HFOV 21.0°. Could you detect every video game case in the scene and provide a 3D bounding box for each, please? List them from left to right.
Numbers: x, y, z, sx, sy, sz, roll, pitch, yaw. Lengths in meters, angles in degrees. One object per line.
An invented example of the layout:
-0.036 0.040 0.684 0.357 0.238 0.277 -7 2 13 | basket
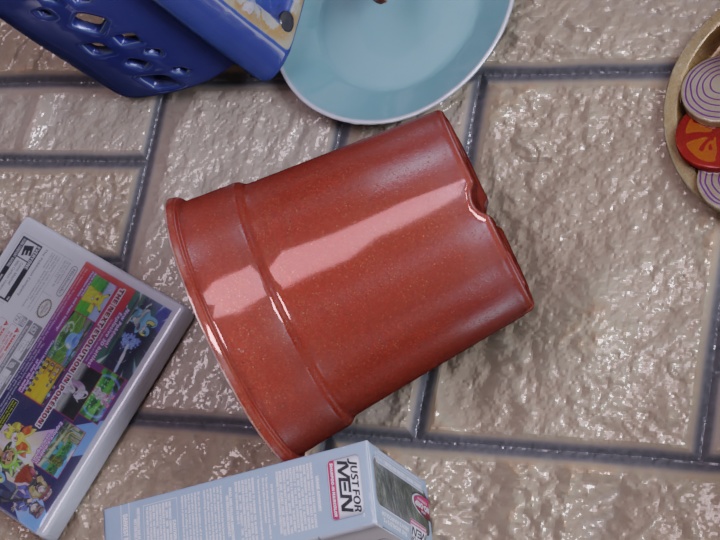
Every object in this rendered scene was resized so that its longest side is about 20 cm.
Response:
-0.244 0.079 1.478 0.182 0.023 0.200 28 82 33 | video game case

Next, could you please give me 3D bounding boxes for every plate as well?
0.027 -0.197 1.455 0.199 0.026 0.201 -10 66 23 | plate

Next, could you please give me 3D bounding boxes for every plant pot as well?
-0.143 -0.253 1.449 0.179 0.200 0.201 5 72 35 | plant pot
0.000 0.000 1.298 0.195 0.201 0.201 -26 60 6 | plant pot

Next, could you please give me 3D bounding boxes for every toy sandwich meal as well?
0.288 -0.125 1.268 0.204 0.070 0.206 -10 65 23 | toy sandwich meal

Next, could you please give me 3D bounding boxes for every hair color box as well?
-0.062 0.177 1.299 0.199 0.099 0.061 -16 62 20 | hair color box

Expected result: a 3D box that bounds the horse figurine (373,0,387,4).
0.005 -0.294 1.427 0.050 0.132 0.201 -11 93 55 | horse figurine
